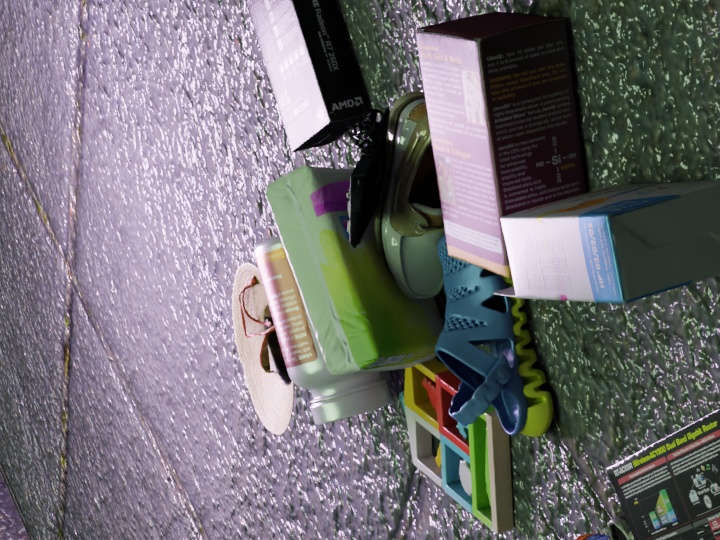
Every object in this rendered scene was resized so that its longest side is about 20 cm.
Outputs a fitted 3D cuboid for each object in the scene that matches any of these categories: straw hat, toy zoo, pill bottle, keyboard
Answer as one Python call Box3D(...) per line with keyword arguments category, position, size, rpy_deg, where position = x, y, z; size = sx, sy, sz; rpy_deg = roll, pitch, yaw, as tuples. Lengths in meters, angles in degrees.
Box3D(category="straw hat", position=(-0.072, 0.079, 2.086), size=(0.201, 0.085, 0.201), rpy_deg=(171, 90, -69))
Box3D(category="toy zoo", position=(0.089, 0.161, 1.852), size=(0.200, 0.020, 0.131), rpy_deg=(36, 136, 55))
Box3D(category="pill bottle", position=(-0.034, 0.054, 1.949), size=(0.112, 0.112, 0.200), rpy_deg=(-18, 87, 67))
Box3D(category="keyboard", position=(0.001, -0.102, 1.732), size=(0.200, 0.040, 0.104), rpy_deg=(-67, -15, -67))

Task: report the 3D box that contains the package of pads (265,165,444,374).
Box3D(category="package of pads", position=(0.000, 0.000, 1.796), size=(0.068, 0.154, 0.200), rpy_deg=(-25, 78, 28))

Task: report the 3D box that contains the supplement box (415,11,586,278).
Box3D(category="supplement box", position=(0.119, -0.107, 1.539), size=(0.110, 0.086, 0.200), rpy_deg=(23, 125, 62))

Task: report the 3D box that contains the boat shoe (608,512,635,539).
Box3D(category="boat shoe", position=(0.253, 0.288, 1.505), size=(0.200, 0.064, 0.071), rpy_deg=(70, 156, 11))

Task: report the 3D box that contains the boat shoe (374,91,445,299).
Box3D(category="boat shoe", position=(0.058, -0.060, 1.720), size=(0.068, 0.075, 0.200), rpy_deg=(-136, 39, -59))

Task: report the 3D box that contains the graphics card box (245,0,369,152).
Box3D(category="graphics card box", position=(-0.060, -0.233, 1.911), size=(0.125, 0.051, 0.200), rpy_deg=(-31, 75, 66))

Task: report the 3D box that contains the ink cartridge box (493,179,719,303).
Box3D(category="ink cartridge box", position=(0.185, -0.023, 1.403), size=(0.200, 0.115, 0.068), rpy_deg=(1, 104, 66))

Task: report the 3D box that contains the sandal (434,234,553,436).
Box3D(category="sandal", position=(0.105, 0.060, 1.675), size=(0.079, 0.087, 0.200), rpy_deg=(137, 117, -66))

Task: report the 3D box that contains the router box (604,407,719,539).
Box3D(category="router box", position=(0.275, 0.187, 1.396), size=(0.150, 0.062, 0.200), rpy_deg=(69, 156, 11))

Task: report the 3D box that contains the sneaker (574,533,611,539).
Box3D(category="sneaker", position=(0.230, 0.315, 1.567), size=(0.078, 0.075, 0.200), rpy_deg=(-39, 70, 61))
